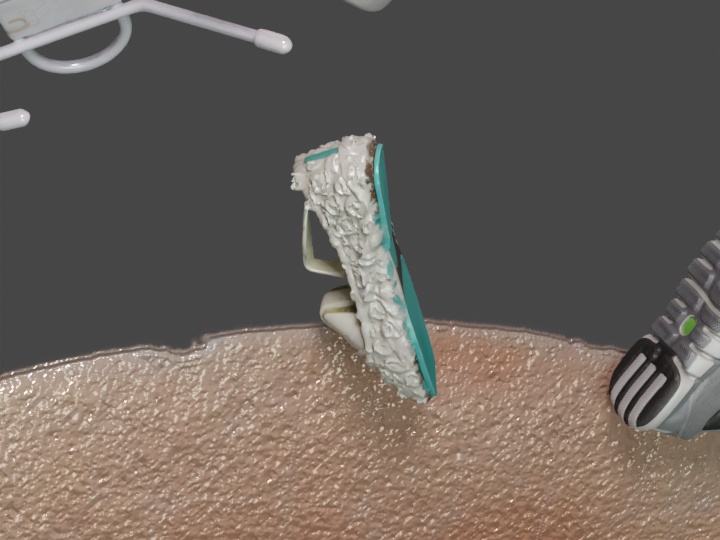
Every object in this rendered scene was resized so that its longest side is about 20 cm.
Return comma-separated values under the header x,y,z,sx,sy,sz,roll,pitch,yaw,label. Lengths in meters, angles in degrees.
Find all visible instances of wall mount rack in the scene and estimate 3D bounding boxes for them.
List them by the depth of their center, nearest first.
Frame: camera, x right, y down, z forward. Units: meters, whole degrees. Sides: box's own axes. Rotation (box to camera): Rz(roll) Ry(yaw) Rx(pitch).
x,y,z,sx,sy,sz,roll,pitch,yaw,label
-0.139,-0.148,1.253,0.173,0.075,0.200,-19,149,4,wall mount rack

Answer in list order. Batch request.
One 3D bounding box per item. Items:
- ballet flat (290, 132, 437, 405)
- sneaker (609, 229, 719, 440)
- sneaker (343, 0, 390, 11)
x,y,z,sx,sy,sz,roll,pitch,yaw,label
0.000,0.000,1.493,0.072,0.072,0.200,-25,126,-15,ballet flat
0.270,0.040,1.670,0.115,0.075,0.200,26,113,-44,sneaker
0.005,-0.206,1.298,0.112,0.073,0.200,-46,165,18,sneaker
